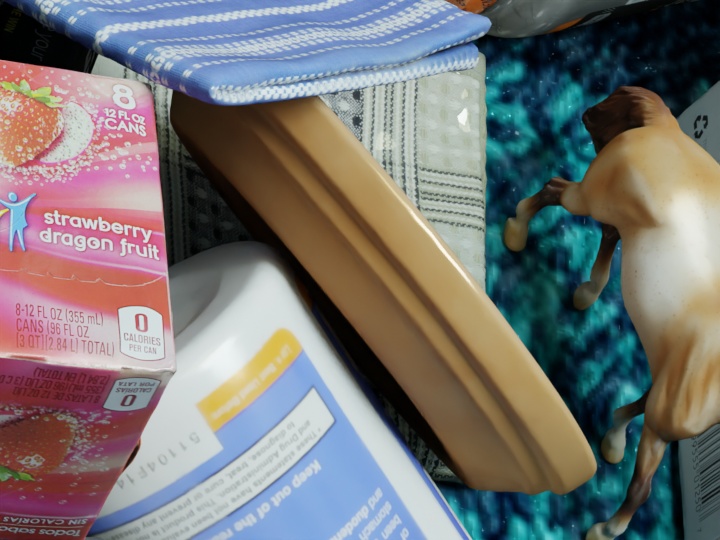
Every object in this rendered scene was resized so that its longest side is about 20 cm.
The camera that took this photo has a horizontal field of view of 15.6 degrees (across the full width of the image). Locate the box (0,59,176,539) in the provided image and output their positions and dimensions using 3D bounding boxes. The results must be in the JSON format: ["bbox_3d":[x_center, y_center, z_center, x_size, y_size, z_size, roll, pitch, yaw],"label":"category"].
[{"bbox_3d":[-0.157,0.002,0.696,0.199,0.096,0.100,7,53,-21],"label":"box"}]

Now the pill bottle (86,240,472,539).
[{"bbox_3d":[-0.020,0.101,0.834,0.112,0.112,0.201,-46,111,-40],"label":"pill bottle"}]

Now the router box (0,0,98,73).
[{"bbox_3d":[-0.164,-0.082,0.865,0.148,0.051,0.201,18,44,-2],"label":"router box"}]

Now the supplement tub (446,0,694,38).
[{"bbox_3d":[0.095,-0.163,1.064,0.199,0.123,0.123,-14,72,-36],"label":"supplement tub"}]

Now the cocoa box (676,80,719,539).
[{"bbox_3d":[0.209,0.014,1.025,0.131,0.133,0.201,15,57,-25],"label":"cocoa box"}]

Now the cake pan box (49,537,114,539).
[{"bbox_3d":[-0.084,0.175,0.732,0.183,0.052,0.201,0,83,-7],"label":"cake pan box"}]

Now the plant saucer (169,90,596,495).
[{"bbox_3d":[0.000,0.000,0.859,0.037,0.200,0.200,-40,88,-5],"label":"plant saucer"}]

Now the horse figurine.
[{"bbox_3d":[0.111,0.009,0.969,0.050,0.133,0.201,2,63,-28],"label":"horse figurine"}]

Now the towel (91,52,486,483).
[{"bbox_3d":[-0.030,-0.028,0.969,0.192,0.035,0.201,13,57,-24],"label":"towel"}]

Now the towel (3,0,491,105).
[{"bbox_3d":[-0.074,-0.104,0.810,0.199,0.024,0.144,30,26,29],"label":"towel"}]
